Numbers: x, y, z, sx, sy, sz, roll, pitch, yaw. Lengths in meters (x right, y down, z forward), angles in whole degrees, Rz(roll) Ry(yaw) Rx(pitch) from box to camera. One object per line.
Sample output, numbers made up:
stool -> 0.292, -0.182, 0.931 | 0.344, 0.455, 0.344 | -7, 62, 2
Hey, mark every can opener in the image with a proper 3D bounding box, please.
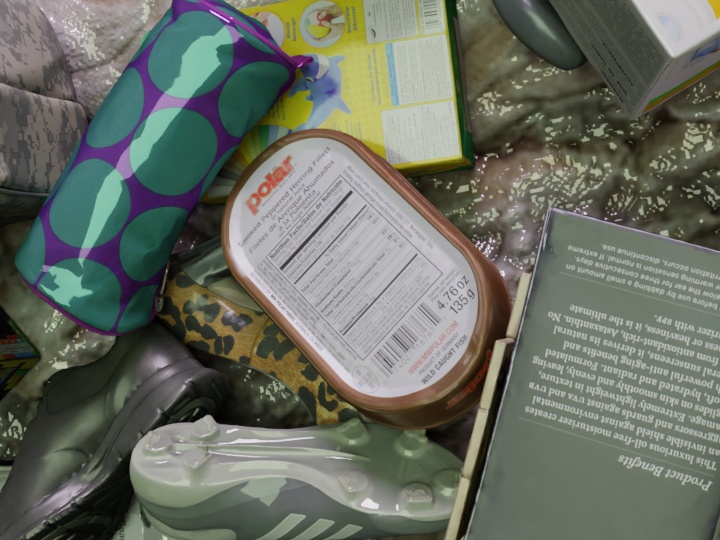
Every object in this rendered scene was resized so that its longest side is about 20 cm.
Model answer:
can opener -> 0.072, -0.201, 0.822 | 0.200, 0.066, 0.053 | 43, 125, 16

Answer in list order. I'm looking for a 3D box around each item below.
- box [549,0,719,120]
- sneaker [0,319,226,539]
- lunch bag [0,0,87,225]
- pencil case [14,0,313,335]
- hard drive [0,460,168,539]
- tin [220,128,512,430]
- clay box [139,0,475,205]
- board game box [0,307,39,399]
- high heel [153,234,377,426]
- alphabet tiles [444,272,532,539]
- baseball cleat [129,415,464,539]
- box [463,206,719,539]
box -> 0.208, -0.188, 0.742 | 0.199, 0.101, 0.113 | -32, 81, -7
sneaker -> -0.173, 0.112, 0.843 | 0.200, 0.076, 0.091 | -43, 63, 0
lunch bag -> -0.258, -0.112, 0.839 | 0.138, 0.200, 0.169 | -9, 89, 11
pencil case -> -0.117, -0.063, 0.807 | 0.092, 0.085, 0.201 | 30, 96, -24
hard drive -> -0.191, 0.193, 0.891 | 0.199, 0.038, 0.141 | -2, 88, 13
tin -> 0.000, 0.000, 0.769 | 0.112, 0.042, 0.200 | -45, 59, 0
clay box -> -0.035, -0.108, 0.856 | 0.199, 0.048, 0.116 | -7, 86, 15
board game box -> -0.310, 0.016, 0.843 | 0.057, 0.200, 0.165 | -45, 78, 10
high heel -> -0.057, 0.070, 0.852 | 0.142, 0.071, 0.201 | -26, 82, 21
alphabet tiles -> 0.075, 0.084, 0.742 | 0.008, 0.200, 0.168 | 15, 92, 13
baseball cleat -> -0.032, 0.134, 0.792 | 0.199, 0.070, 0.107 | 7, 131, 12
box -> 0.140, 0.082, 0.728 | 0.123, 0.200, 0.200 | 16, 93, 14
